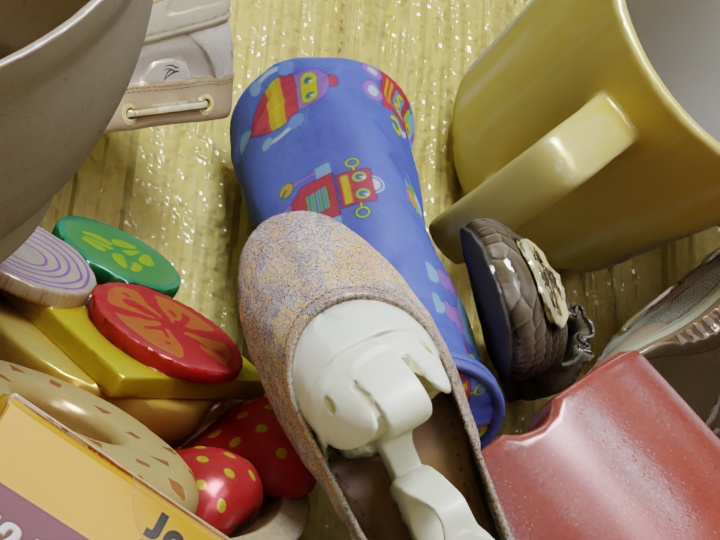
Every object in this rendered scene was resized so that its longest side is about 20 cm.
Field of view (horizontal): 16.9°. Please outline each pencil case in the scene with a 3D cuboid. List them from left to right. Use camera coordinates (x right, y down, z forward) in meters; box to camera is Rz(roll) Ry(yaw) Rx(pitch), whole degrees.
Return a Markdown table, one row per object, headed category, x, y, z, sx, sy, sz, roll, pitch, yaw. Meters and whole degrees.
| category | x | y | z | sx | sy | sz | roll | pitch | yaw |
| --- | --- | --- | --- | --- | --- | --- | --- | --- | --- |
| pencil case | 0.000 | 0.000 | 0.965 | 0.200 | 0.078 | 0.087 | -105 | 174 | -46 |

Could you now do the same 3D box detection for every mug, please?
| category | x | y | z | sx | sy | sz | roll | pitch | yaw |
| --- | --- | --- | --- | --- | --- | --- | --- | --- | --- |
| mug | 0.106 | -0.075 | 1.080 | 0.186 | 0.153 | 0.150 | 5 | 63 | -38 |

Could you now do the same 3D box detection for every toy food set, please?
| category | x | y | z | sx | sy | sz | roll | pitch | yaw |
| --- | --- | --- | --- | --- | --- | --- | --- | --- | --- |
| toy food set | -0.104 | 0.037 | 0.848 | 0.198 | 0.049 | 0.200 | 39 | 20 | 31 |

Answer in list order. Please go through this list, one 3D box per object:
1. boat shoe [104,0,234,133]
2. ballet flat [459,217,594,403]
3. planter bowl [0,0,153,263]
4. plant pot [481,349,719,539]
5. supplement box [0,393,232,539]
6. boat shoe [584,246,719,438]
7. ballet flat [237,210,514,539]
| category | x | y | z | sx | sy | sz | roll | pitch | yaw |
| --- | --- | --- | --- | --- | --- | --- | --- | --- | --- |
| boat shoe | -0.132 | -0.057 | 0.911 | 0.200 | 0.074 | 0.069 | -20 | 109 | -24 |
| ballet flat | 0.072 | 0.018 | 0.988 | 0.200 | 0.046 | 0.068 | 62 | 15 | -76 |
| planter bowl | -0.159 | -0.075 | 0.771 | 0.200 | 0.135 | 0.201 | 1 | 50 | -1 |
| plant pot | 0.107 | 0.150 | 0.936 | 0.201 | 0.201 | 0.195 | -28 | 78 | -46 |
| supplement box | -0.125 | 0.156 | 0.674 | 0.133 | 0.200 | 0.198 | 36 | 69 | -20 |
| boat shoe | 0.143 | 0.044 | 1.075 | 0.200 | 0.065 | 0.072 | -42 | 105 | -17 |
| ballet flat | 0.019 | 0.067 | 0.833 | 0.068 | 0.067 | 0.200 | -26 | 88 | -13 |
